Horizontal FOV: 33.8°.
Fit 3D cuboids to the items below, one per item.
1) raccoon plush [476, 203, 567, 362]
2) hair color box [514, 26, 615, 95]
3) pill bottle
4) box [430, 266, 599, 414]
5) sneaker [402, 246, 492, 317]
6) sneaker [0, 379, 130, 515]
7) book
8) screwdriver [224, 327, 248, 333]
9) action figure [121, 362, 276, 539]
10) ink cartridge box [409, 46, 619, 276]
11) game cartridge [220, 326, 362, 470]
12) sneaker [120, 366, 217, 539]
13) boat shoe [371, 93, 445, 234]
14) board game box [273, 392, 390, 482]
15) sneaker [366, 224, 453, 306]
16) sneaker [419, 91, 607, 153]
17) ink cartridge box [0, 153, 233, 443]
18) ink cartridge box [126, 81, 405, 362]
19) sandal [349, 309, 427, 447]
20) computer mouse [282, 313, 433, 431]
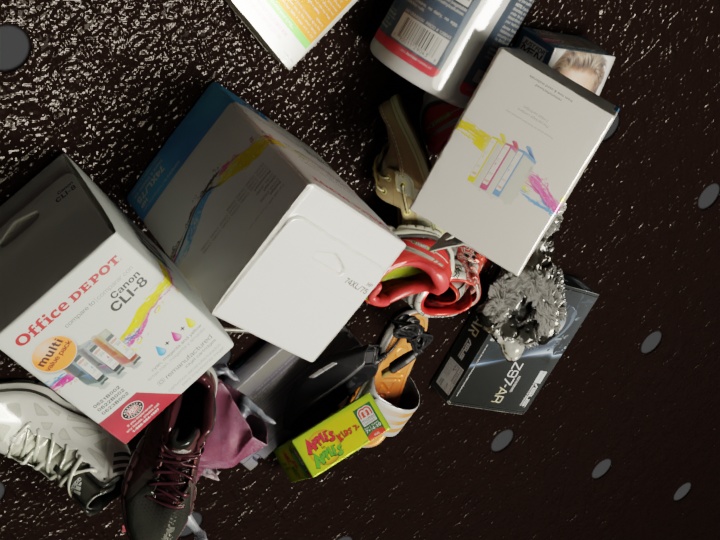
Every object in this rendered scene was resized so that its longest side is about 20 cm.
[{"bbox_3d":[0.208,0.013,1.404,0.201,0.096,0.134,-62,175,4],"label":"raccoon plush"},{"bbox_3d":[0.198,-0.165,1.336,0.099,0.061,0.201,-1,122,-37],"label":"hair color box"},{"bbox_3d":[0.106,-0.271,1.140,0.119,0.120,0.201,16,111,-43],"label":"pill bottle"},{"bbox_3d":[0.202,0.090,1.550,0.159,0.044,0.201,14,113,-42],"label":"box"},{"bbox_3d":[0.122,-0.002,1.370,0.200,0.108,0.068,-13,129,-30],"label":"sneaker"},{"bbox_3d":[-0.303,0.179,1.183,0.200,0.115,0.076,22,108,-45],"label":"sneaker"},{"bbox_3d":[-0.038,-0.300,1.065,0.200,0.048,0.134,-44,135,-2],"label":"book"},{"bbox_3d":[-0.147,0.061,1.268,0.199,0.029,0.028,1,124,-35],"label":"screwdriver"},{"bbox_3d":[-0.190,0.199,1.247,0.200,0.134,0.149,-46,114,1],"label":"action figure"},{"bbox_3d":[0.145,-0.098,1.150,0.201,0.125,0.129,-61,173,17],"label":"ink cartridge box"},{"bbox_3d":[-0.091,0.131,1.369,0.200,0.038,0.130,-42,133,-2],"label":"game cartridge"},{"bbox_3d":[-0.186,0.185,1.148,0.075,0.115,0.202,12,89,-12],"label":"sneaker"},{"bbox_3d":[0.047,-0.095,1.268,0.066,0.074,0.201,-16,129,6],"label":"boat shoe"},{"bbox_3d":[-0.037,0.195,1.364,0.101,0.048,0.200,-30,175,-14],"label":"board game box"},{"bbox_3d":[0.000,0.000,1.250,0.198,0.085,0.077,-6,135,3],"label":"sneaker"},{"bbox_3d":[0.161,-0.151,1.239,0.077,0.198,0.086,3,88,-74],"label":"sneaker"},{"bbox_3d":[-0.246,0.027,1.087,0.145,0.145,0.200,-41,136,-2],"label":"ink cartridge box"},{"bbox_3d":[-0.090,-0.046,1.107,0.146,0.200,0.146,-51,137,8],"label":"ink cartridge box"},{"bbox_3d":[0.041,0.146,1.460,0.079,0.059,0.208,-1,123,-36],"label":"sandal"},{"bbox_3d":[-0.007,0.112,1.368,0.200,0.046,0.140,-40,161,8],"label":"computer mouse"}]
